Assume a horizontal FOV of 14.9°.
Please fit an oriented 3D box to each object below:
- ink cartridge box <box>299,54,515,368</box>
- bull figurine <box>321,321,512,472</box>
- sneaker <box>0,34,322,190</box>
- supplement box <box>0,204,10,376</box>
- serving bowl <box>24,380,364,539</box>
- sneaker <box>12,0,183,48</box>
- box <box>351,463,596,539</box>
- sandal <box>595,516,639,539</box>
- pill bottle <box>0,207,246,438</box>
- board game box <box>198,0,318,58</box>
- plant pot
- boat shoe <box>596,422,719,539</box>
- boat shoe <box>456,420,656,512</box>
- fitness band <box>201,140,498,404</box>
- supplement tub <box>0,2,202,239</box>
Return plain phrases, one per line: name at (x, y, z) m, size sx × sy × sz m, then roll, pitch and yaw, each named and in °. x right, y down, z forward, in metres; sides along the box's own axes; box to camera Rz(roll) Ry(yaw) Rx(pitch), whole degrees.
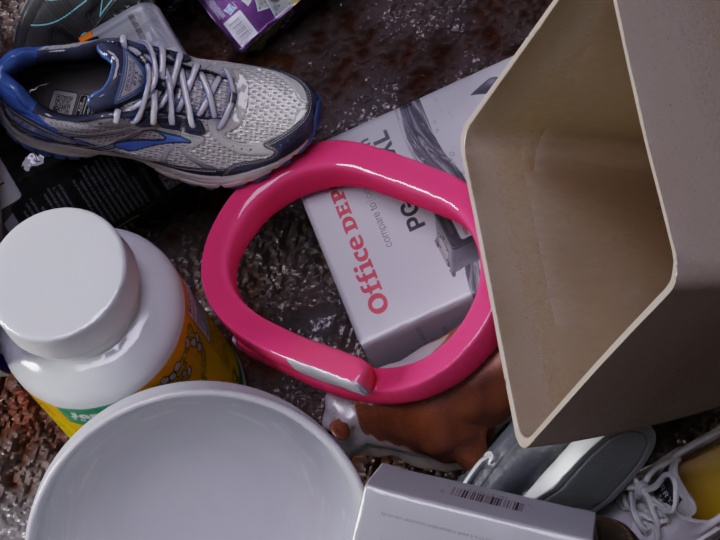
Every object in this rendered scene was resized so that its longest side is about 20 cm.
ink cartridge box at (0.074, -0.033, 1.655) m, size 0.200 × 0.083 × 0.145 m, roll -24°, pitch 61°, yaw 4°
bull figurine at (0.075, 0.072, 1.583) m, size 0.200 × 0.121 × 0.065 m, roll -38°, pitch 16°, yaw 12°
sneaker at (-0.124, -0.097, 1.610) m, size 0.200 × 0.085 × 0.077 m, roll 2°, pitch 73°, yaw 10°
supplement box at (-0.265, -0.038, 1.595) m, size 0.101 × 0.103 × 0.200 m, roll -4°, pitch 82°, yaw 2°
serving bowl at (-0.094, 0.149, 1.579) m, size 0.200 × 0.200 × 0.066 m, roll -27°, pitch 22°, yaw 1°
sneaker at (-0.159, -0.182, 1.767) m, size 0.079 × 0.075 × 0.200 m, roll 33°, pitch 107°, yaw 19°
box at (0.043, 0.217, 1.456) m, size 0.124 × 0.097 × 0.200 m, roll 14°, pitch 94°, yaw 5°
sandal at (0.133, 0.237, 1.519) m, size 0.082 × 0.055 × 0.200 m, roll -4°, pitch 82°, yaw 23°
pill bottle at (-0.145, 0.043, 1.612) m, size 0.113 × 0.200 × 0.113 m, roll -6°, pitch 63°, yaw 12°
board game box at (-0.089, -0.252, 1.799) m, size 0.120 × 0.032 × 0.200 m, roll -40°, pitch 76°, yaw 12°
plant pot at (0.184, -0.033, 1.456) m, size 0.177 × 0.200 × 0.200 m, roll 2°, pitch 61°, yaw -21°
boat shoe at (0.174, 0.130, 1.547) m, size 0.202 × 0.086 × 0.075 m, roll -26°, pitch 60°, yaw 5°
boat shoe at (0.081, 0.136, 1.543) m, size 0.200 × 0.076 × 0.060 m, roll -43°, pitch 50°, yaw 13°
fitness band at (0.000, 0.000, 1.584) m, size 0.200 × 0.037 × 0.144 m, roll 22°, pitch 71°, yaw 34°
supplement tub at (-0.186, -0.070, 1.723) m, size 0.200 × 0.123 × 0.123 m, roll -31°, pitch 61°, yaw -1°
